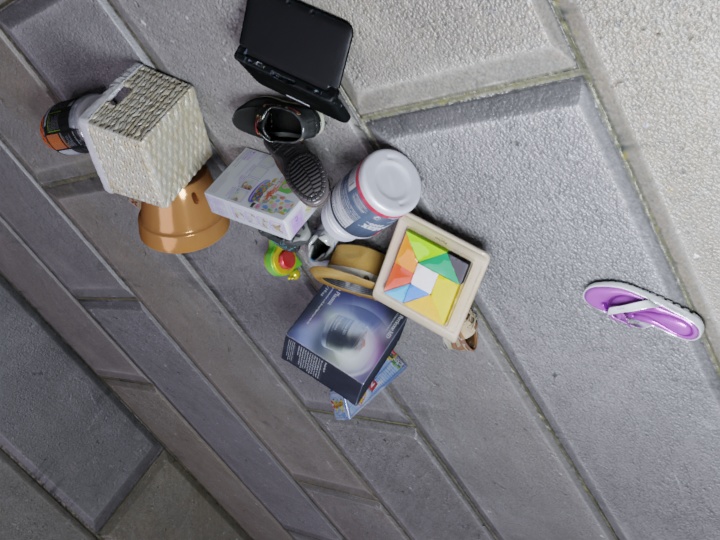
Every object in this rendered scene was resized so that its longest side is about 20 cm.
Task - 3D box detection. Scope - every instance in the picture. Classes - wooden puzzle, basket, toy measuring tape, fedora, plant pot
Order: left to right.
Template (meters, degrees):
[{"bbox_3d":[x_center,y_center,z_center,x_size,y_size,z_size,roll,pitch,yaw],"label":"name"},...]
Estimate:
[{"bbox_3d":[-0.422,-0.268,1.718,0.159,0.199,0.201,18,144,21],"label":"basket"},{"bbox_3d":[-0.388,-0.151,1.852,0.198,0.200,0.141,20,133,26],"label":"plant pot"},{"bbox_3d":[-0.199,-0.049,1.898,0.073,0.074,0.201,-4,130,48],"label":"toy measuring tape"},{"bbox_3d":[0.000,0.000,1.717,0.198,0.083,0.201,14,170,3],"label":"fedora"},{"bbox_3d":[0.121,0.014,1.557,0.184,0.037,0.202,28,121,18],"label":"wooden puzzle"}]

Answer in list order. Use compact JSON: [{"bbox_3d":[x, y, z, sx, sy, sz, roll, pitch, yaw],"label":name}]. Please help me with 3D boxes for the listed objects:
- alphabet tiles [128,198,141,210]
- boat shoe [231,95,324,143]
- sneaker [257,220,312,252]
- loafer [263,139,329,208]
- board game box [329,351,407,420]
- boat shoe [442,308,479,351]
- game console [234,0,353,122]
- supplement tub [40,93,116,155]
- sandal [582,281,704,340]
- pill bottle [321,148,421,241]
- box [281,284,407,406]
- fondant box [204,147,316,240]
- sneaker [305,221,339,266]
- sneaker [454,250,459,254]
[{"bbox_3d":[-0.521,-0.189,2.107,0.166,0.006,0.200,38,149,1],"label":"alphabet tiles"},{"bbox_3d":[-0.161,-0.271,1.553,0.200,0.063,0.075,12,117,35],"label":"boat shoe"},{"bbox_3d":[-0.141,-0.079,1.793,0.079,0.076,0.199,40,170,-28],"label":"sneaker"},{"bbox_3d":[-0.108,-0.185,1.586,0.201,0.073,0.071,58,179,34],"label":"loafer"},{"bbox_3d":[-0.020,0.227,1.953,0.200,0.201,0.061,47,149,-18],"label":"board game box"},{"bbox_3d":[0.198,0.094,1.684,0.071,0.076,0.201,17,153,23],"label":"boat shoe"},{"bbox_3d":[-0.097,-0.356,1.434,0.199,0.117,0.176,28,178,17],"label":"game console"},{"bbox_3d":[-0.628,-0.323,1.926,0.199,0.123,0.123,2,135,45],"label":"supplement tub"},{"bbox_3d":[0.453,0.070,1.401,0.201,0.050,0.083,17,144,31],"label":"sandal"},{"bbox_3d":[0.011,-0.124,1.532,0.119,0.120,0.200,43,150,-10],"label":"pill bottle"},{"bbox_3d":[-0.033,0.142,1.856,0.197,0.201,0.124,31,149,8],"label":"box"},{"bbox_3d":[-0.180,-0.151,1.668,0.198,0.145,0.059,19,145,28],"label":"fondant box"},{"bbox_3d":[-0.086,-0.045,1.772,0.075,0.087,0.200,33,150,3],"label":"sneaker"},{"bbox_3d":[0.136,-0.015,1.610,0.198,0.076,0.091,-4,122,39],"label":"sneaker"}]
